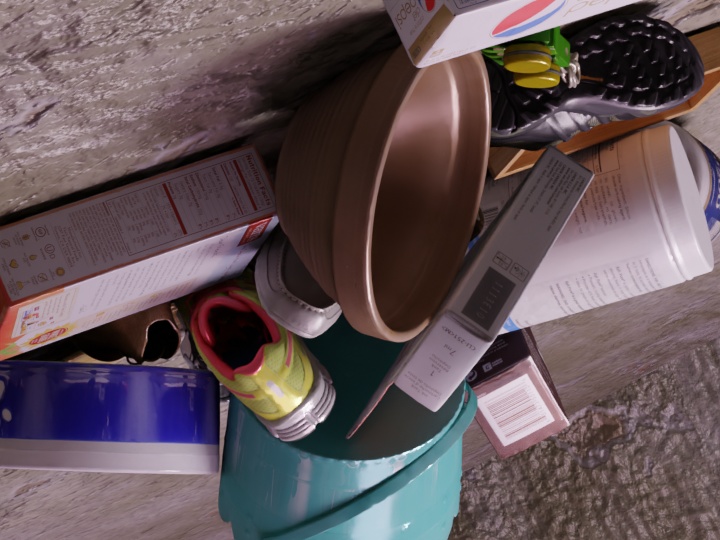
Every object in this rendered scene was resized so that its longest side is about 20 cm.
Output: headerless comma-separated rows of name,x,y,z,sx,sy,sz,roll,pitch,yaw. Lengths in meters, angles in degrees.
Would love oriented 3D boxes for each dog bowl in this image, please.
dog bowl,-0.206,0.112,1.575,0.199,0.079,0.200,2,175,0

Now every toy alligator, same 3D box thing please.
toy alligator,0.105,-0.149,1.350,0.054,0.060,0.200,1,172,13

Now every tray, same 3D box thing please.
tray,0.198,-0.134,1.636,0.200,0.037,0.099,-19,166,-24

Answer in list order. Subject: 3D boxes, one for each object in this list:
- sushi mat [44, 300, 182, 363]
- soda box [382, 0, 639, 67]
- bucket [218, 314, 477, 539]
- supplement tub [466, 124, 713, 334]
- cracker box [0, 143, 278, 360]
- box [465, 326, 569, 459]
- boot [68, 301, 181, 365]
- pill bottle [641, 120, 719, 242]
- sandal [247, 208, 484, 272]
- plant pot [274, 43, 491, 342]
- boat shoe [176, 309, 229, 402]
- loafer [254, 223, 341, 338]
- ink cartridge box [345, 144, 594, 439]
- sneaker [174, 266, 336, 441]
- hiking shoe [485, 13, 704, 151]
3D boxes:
sushi mat,-0.174,0.047,1.705,0.200,0.012,0.096,-27,166,6
soda box,0.112,-0.182,1.210,0.200,0.064,0.068,-19,166,-25
bucket,-0.011,0.123,1.585,0.207,0.207,0.135,-20,139,-23
supplement tub,0.179,-0.032,1.720,0.199,0.132,0.132,-16,170,15
cracker box,-0.163,-0.010,1.393,0.200,0.058,0.134,-19,168,-23
box,0.114,0.059,1.846,0.075,0.200,0.100,-28,130,6
boot,-0.176,0.046,1.557,0.073,0.076,0.200,-23,168,-18
pill bottle,0.274,-0.070,1.867,0.111,0.111,0.200,-29,167,15
sandal,-0.003,-0.030,1.560,0.199,0.082,0.055,-17,160,-24
plant pot,0.007,-0.061,1.340,0.092,0.202,0.201,14,-179,20
boat shoe,-0.111,0.063,1.702,0.073,0.068,0.199,-21,166,-19
loafer,-0.025,-0.025,1.435,0.070,0.070,0.200,-54,-168,30
ink cartridge box,0.078,0.026,1.487,0.200,0.043,0.174,-55,179,-43
sneaker,-0.091,0.034,1.495,0.078,0.200,0.090,-45,134,1
hiking shoe,0.151,-0.132,1.505,0.199,0.076,0.101,-10,172,-23
